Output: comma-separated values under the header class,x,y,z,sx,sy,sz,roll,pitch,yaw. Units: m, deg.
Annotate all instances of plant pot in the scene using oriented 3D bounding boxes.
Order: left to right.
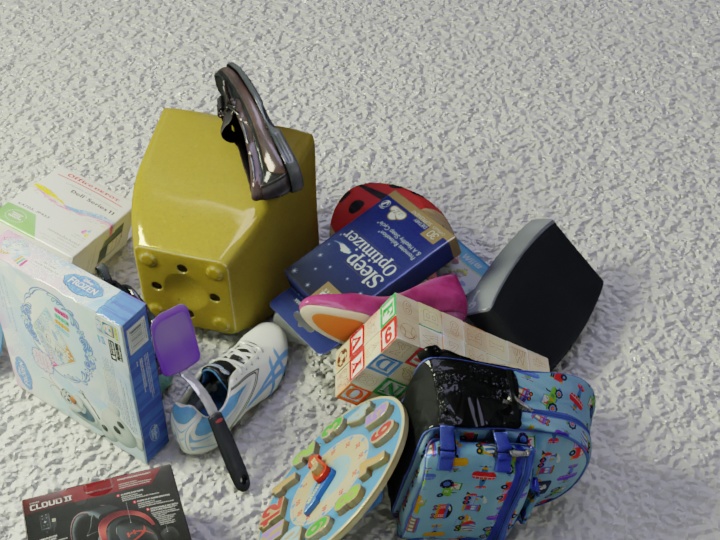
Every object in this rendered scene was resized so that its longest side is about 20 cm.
class,x,y,z,sx,sy,sz,roll,pitch,yaw
plant pot,-0.172,-0.042,1.413,0.193,0.196,0.201,11,46,12

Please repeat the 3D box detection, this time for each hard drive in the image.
class,x,y,z,sx,sy,sz,roll,pitch,yaw
hard drive,0.206,0.033,1.383,0.135,0.042,0.200,49,48,-7

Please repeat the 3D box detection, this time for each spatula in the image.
class,x,y,z,sx,sy,sz,roll,pitch,yaw
spatula,-0.160,0.135,1.228,0.056,0.020,0.202,-25,89,-44

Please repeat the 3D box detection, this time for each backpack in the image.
class,x,y,z,sx,sy,sz,roll,pitch,yaw
backpack,0.134,0.177,1.169,0.197,0.184,0.136,6,47,-13

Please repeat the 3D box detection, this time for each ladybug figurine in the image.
class,x,y,z,sx,sy,sz,roll,pitch,yaw
ladybug figurine,0.035,-0.058,1.497,0.135,0.073,0.199,-28,35,-31

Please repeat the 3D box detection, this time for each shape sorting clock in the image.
class,x,y,z,sx,sy,sz,roll,pitch,yaw
shape sorting clock,-0.030,0.199,1.147,0.039,0.200,0.201,39,39,-16

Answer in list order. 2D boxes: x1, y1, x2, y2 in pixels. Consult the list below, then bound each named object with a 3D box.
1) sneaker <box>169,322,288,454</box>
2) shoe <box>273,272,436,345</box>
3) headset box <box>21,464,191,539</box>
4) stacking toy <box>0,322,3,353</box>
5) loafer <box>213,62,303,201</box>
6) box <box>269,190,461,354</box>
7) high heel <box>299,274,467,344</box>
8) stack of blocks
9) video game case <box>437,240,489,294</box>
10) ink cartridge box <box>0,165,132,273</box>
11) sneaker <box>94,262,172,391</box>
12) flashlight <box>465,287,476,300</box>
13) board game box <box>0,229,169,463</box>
class,x,y,z,sx,sy,sz,roll,pitch,yaw
sneaker,-0.137,0.116,1.309,0.071,0.073,0.200,17,41,20
shoe,-0.003,0.023,1.394,0.197,0.072,0.092,-13,38,17
headset box,-0.227,0.276,1.112,0.147,0.076,0.201,-12,42,-15
stacking toy,-0.457,0.026,1.399,0.114,0.111,0.201,13,27,-10
loafer,-0.130,-0.158,1.348,0.062,0.072,0.201,-24,56,-12
box,0.000,0.000,1.340,0.199,0.033,0.121,-37,45,-13
high heel,0.027,0.030,1.273,0.197,0.067,0.097,10,57,-19
stack of blocks,0.086,0.111,1.237,0.198,0.115,0.059,23,43,-24
video game case,0.070,0.026,1.462,0.198,0.018,0.143,-24,45,-27
ink cartridge box,-0.356,-0.058,1.469,0.116,0.068,0.200,26,32,5
sneaker,-0.293,0.046,1.333,0.198,0.141,0.078,21,44,22
flashlight,0.089,0.077,1.357,0.199,0.068,0.068,-34,7,-29
board game box,-0.294,0.080,1.246,0.197,0.202,0.043,24,46,25
